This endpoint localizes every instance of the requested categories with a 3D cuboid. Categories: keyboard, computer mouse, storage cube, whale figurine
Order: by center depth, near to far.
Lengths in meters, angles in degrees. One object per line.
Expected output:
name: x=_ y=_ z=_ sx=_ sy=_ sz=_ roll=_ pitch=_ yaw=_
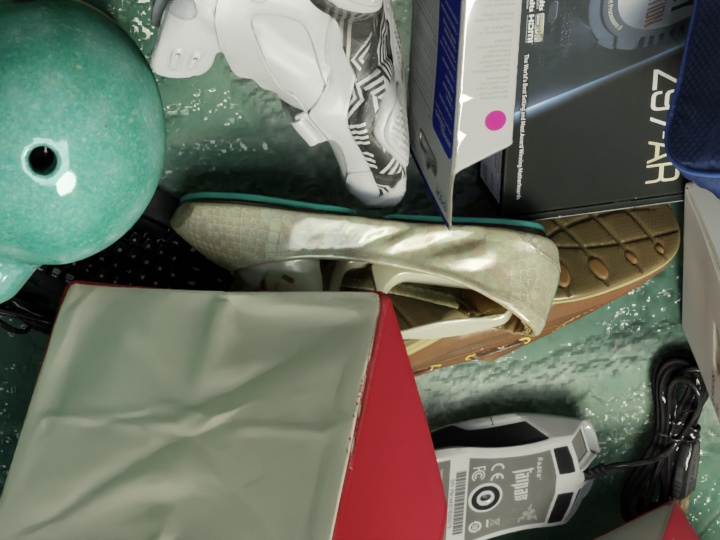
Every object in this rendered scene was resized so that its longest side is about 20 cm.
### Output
whale figurine: x=-0.189 y=-0.055 z=1.344 sx=0.198 sy=0.104 sz=0.160 roll=-12 pitch=107 yaw=-8
storage cube: x=-0.066 y=0.127 z=1.397 sx=0.170 sy=0.201 sz=0.180 roll=2 pitch=142 yaw=15
keyboard: x=-0.158 y=-0.009 z=1.433 sx=0.199 sy=0.040 sz=0.104 roll=25 pitch=111 yaw=-24
computer mouse: x=0.093 y=0.104 z=1.562 sx=0.198 sy=0.044 sz=0.110 roll=-7 pitch=126 yaw=-16

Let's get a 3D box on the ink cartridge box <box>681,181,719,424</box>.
ink cartridge box: x=0.272 y=-0.001 z=1.487 sx=0.199 sy=0.088 sz=0.146 roll=-18 pitch=147 yaw=-5

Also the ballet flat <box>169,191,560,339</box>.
ballet flat: x=0.000 y=0.000 z=1.421 sx=0.198 sy=0.063 sz=0.067 roll=5 pitch=165 yaw=4

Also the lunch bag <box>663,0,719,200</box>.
lunch bag: x=0.248 y=-0.078 z=1.351 sx=0.132 sy=0.199 sz=0.137 roll=33 pitch=67 yaw=-41

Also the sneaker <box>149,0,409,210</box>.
sneaker: x=-0.039 y=-0.108 z=1.387 sx=0.114 sy=0.075 sz=0.201 roll=-6 pitch=134 yaw=5

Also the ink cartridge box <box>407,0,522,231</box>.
ink cartridge box: x=0.051 y=-0.130 z=1.379 sx=0.037 sy=0.095 sz=0.201 roll=-2 pitch=121 yaw=-13

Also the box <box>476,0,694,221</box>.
box: x=0.142 y=-0.129 z=1.426 sx=0.159 sy=0.044 sz=0.201 roll=-7 pitch=121 yaw=-15

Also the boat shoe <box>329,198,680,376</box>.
boat shoe: x=0.070 y=0.008 z=1.489 sx=0.199 sy=0.072 sz=0.068 roll=-18 pitch=153 yaw=-9

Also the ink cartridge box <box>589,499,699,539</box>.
ink cartridge box: x=0.157 y=0.252 z=1.566 sx=0.145 sy=0.083 sz=0.201 roll=-29 pitch=98 yaw=19
